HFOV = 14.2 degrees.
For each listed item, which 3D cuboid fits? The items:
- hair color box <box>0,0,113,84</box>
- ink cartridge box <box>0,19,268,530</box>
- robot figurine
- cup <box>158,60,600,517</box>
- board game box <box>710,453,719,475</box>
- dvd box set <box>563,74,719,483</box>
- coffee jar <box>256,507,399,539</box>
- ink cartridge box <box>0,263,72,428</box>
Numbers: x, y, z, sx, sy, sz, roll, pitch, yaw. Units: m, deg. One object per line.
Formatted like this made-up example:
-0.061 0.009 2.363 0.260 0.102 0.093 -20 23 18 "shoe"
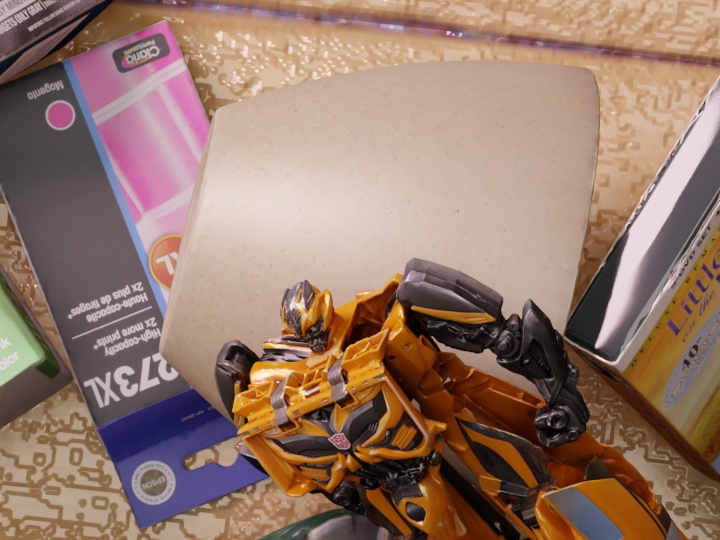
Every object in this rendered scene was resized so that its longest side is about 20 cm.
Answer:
-0.197 -0.168 1.195 0.061 0.100 0.200 -37 93 39 "hair color box"
-0.089 0.002 1.237 0.095 0.037 0.200 -22 88 -3 "ink cartridge box"
0.037 0.080 1.041 0.200 0.145 0.058 45 41 -23 "robot figurine"
0.000 0.000 1.148 0.143 0.200 0.201 14 85 -5 "cup"
0.275 0.089 1.177 0.200 0.041 0.200 46 54 8 "board game box"
0.156 0.000 1.163 0.029 0.200 0.146 30 84 27 "dvd box set"
-0.062 0.168 1.153 0.200 0.085 0.104 -22 87 41 "coffee jar"
-0.210 -0.020 1.179 0.084 0.145 0.200 -34 86 -4 "ink cartridge box"
